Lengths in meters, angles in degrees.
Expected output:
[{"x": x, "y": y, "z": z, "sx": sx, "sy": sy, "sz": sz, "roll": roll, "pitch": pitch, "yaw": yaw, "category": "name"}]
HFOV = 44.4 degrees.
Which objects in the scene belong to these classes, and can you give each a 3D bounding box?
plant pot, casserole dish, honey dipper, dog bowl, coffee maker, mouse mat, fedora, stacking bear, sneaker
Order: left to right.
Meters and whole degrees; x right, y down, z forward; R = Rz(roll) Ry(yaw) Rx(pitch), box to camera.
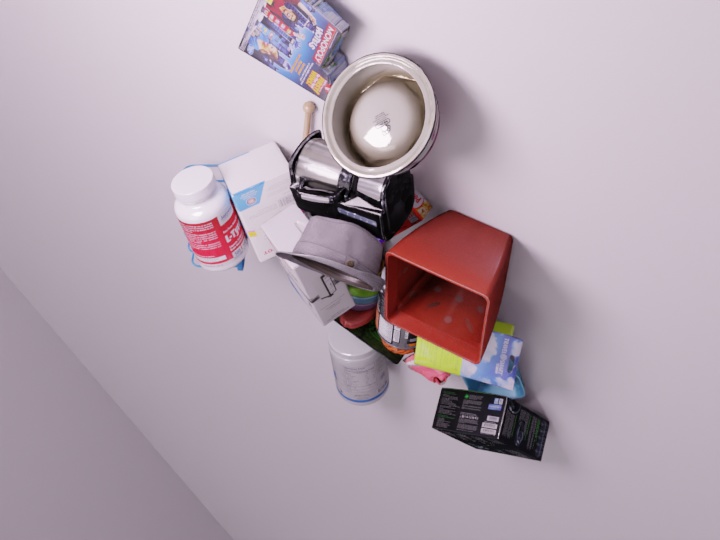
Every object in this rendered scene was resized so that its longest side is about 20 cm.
[{"x": -0.106, "y": -0.245, "z": 1.690, "sx": 0.038, "sy": 0.038, "sz": 0.201, "roll": 28, "pitch": 142, "yaw": 15, "category": "honey dipper"}, {"x": -0.039, "y": -0.037, "z": 1.529, "sx": 0.199, "sy": 0.091, "sz": 0.177, "roll": 21, "pitch": 172, "yaw": -8, "category": "fedora"}, {"x": -0.008, "y": -0.140, "z": 1.571, "sx": 0.199, "sy": 0.135, "sz": 0.192, "roll": 22, "pitch": 168, "yaw": 24, "category": "coffee maker"}, {"x": 0.000, "y": 0.000, "z": 1.812, "sx": 0.122, "sy": 0.113, "sz": 0.201, "roll": 51, "pitch": 148, "yaw": 36, "category": "stacking bear"}, {"x": 0.019, "y": 0.117, "z": 1.907, "sx": 0.199, "sy": 0.161, "sz": 0.008, "roll": 36, "pitch": 114, "yaw": 4, "category": "mouse mat"}, {"x": 0.040, "y": -0.243, "z": 1.422, "sx": 0.199, "sy": 0.202, "sz": 0.074, "roll": 22, "pitch": -175, "yaw": 24, "category": "dog bowl"}, {"x": 0.143, "y": 0.204, "z": 1.842, "sx": 0.087, "sy": 0.073, "sz": 0.200, "roll": 62, "pitch": 172, "yaw": 7, "category": "sneaker"}, {"x": 0.172, "y": 0.012, "z": 1.593, "sx": 0.199, "sy": 0.177, "sz": 0.201, "roll": 24, "pitch": 144, "yaw": 20, "category": "plant pot"}, {"x": 0.275, "y": 0.219, "z": 1.811, "sx": 0.120, "sy": 0.039, "sz": 0.200, "roll": 1, "pitch": 155, "yaw": 18, "category": "casserole dish"}]

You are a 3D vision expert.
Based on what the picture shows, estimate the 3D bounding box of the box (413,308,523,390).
[{"x": 0.207, "y": 0.145, "z": 1.682, "sx": 0.198, "sy": 0.048, "sz": 0.123, "roll": 14, "pitch": 120, "yaw": 15, "category": "box"}]

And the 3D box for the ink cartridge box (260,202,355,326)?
[{"x": -0.101, "y": -0.011, "z": 1.718, "sx": 0.146, "sy": 0.084, "sz": 0.201, "roll": 50, "pitch": 170, "yaw": 39, "category": "ink cartridge box"}]

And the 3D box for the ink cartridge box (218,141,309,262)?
[{"x": -0.185, "y": -0.128, "z": 1.777, "sx": 0.125, "sy": 0.128, "sz": 0.201, "roll": -122, "pitch": 12, "yaw": -48, "category": "ink cartridge box"}]

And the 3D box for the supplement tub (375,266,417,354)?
[{"x": 0.093, "y": 0.077, "z": 1.799, "sx": 0.122, "sy": 0.123, "sz": 0.201, "roll": 27, "pitch": 146, "yaw": 17, "category": "supplement tub"}]

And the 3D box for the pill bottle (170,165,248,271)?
[{"x": -0.299, "y": -0.103, "z": 1.739, "sx": 0.112, "sy": 0.112, "sz": 0.201, "roll": 17, "pitch": 144, "yaw": 29, "category": "pill bottle"}]

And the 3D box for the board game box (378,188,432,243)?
[{"x": 0.018, "y": -0.155, "z": 1.660, "sx": 0.200, "sy": 0.046, "sz": 0.151, "roll": 46, "pitch": 145, "yaw": -11, "category": "board game box"}]

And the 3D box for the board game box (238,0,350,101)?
[{"x": -0.088, "y": -0.383, "z": 1.477, "sx": 0.200, "sy": 0.062, "sz": 0.200, "roll": 40, "pitch": 147, "yaw": -3, "category": "board game box"}]

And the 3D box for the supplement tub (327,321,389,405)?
[{"x": -0.003, "y": 0.207, "z": 2.041, "sx": 0.131, "sy": 0.132, "sz": 0.201, "roll": 21, "pitch": 142, "yaw": 25, "category": "supplement tub"}]

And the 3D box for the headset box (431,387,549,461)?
[{"x": 0.284, "y": 0.332, "z": 1.888, "sx": 0.173, "sy": 0.093, "sz": 0.200, "roll": 1, "pitch": 158, "yaw": 43, "category": "headset box"}]

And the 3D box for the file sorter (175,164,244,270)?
[{"x": -0.318, "y": -0.117, "z": 1.913, "sx": 0.121, "sy": 0.140, "sz": 0.201, "roll": 0, "pitch": 139, "yaw": 2, "category": "file sorter"}]
